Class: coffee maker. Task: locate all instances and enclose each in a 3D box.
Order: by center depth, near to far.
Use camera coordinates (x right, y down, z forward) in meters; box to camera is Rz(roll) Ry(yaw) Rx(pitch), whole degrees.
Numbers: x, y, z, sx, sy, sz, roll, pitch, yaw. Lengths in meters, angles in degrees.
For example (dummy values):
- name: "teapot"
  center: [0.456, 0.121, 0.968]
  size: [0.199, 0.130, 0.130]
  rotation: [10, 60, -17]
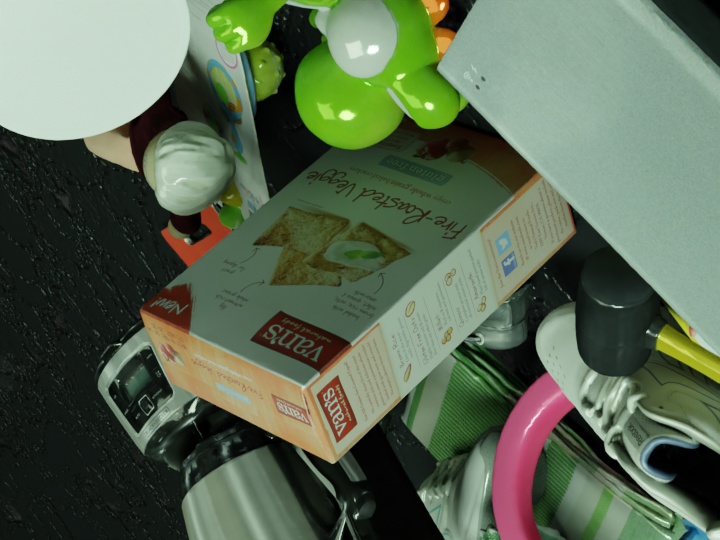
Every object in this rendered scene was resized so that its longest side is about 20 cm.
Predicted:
- name: "coffee maker"
  center: [-0.041, 0.118, 1.128]
  size: [0.192, 0.134, 0.201]
  rotation: [25, -145, -62]

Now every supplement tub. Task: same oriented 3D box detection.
- name: "supplement tub"
  center: [-0.174, -0.178, 1.052]
  size: [0.145, 0.143, 0.201]
  rotation: [78, 169, -45]

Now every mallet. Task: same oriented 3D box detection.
- name: "mallet"
  center: [0.184, 0.050, 0.908]
  size: [0.199, 0.041, 0.066]
  rotation: [27, 150, 31]

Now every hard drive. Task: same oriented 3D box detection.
- name: "hard drive"
  center: [0.131, -0.059, 0.848]
  size: [0.200, 0.033, 0.140]
  rotation: [46, 151, 7]

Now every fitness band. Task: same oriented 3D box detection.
- name: "fitness band"
  center: [0.154, 0.124, 1.053]
  size: [0.199, 0.145, 0.037]
  rotation: [19, -174, 43]

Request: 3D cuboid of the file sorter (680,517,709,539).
- name: "file sorter"
  center: [0.245, 0.235, 1.064]
  size: [0.199, 0.123, 0.139]
  rotation: [6, 132, 53]

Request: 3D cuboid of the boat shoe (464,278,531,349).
- name: "boat shoe"
  center: [0.028, 0.008, 1.145]
  size: [0.198, 0.074, 0.067]
  rotation: [6, 125, 46]

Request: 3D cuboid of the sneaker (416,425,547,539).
- name: "sneaker"
  center: [0.067, 0.150, 1.232]
  size: [0.080, 0.070, 0.201]
  rotation: [39, 154, 21]

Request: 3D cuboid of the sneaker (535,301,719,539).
- name: "sneaker"
  center: [0.153, 0.072, 0.983]
  size: [0.200, 0.087, 0.075]
  rotation: [38, 113, 43]

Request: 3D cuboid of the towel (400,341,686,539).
- name: "towel"
  center: [0.110, 0.127, 1.237]
  size: [0.200, 0.023, 0.153]
  rotation: [39, 153, 15]

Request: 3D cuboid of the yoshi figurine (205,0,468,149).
- name: "yoshi figurine"
  center: [-0.033, -0.139, 1.017]
  size: [0.200, 0.112, 0.112]
  rotation: [47, 165, -2]

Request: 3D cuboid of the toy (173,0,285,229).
- name: "toy"
  center: [-0.076, -0.117, 1.154]
  size: [0.115, 0.047, 0.201]
  rotation: [40, 145, 46]

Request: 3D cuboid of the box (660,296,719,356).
- name: "box"
  center: [0.166, -0.033, 0.914]
  size: [0.201, 0.048, 0.117]
  rotation: [54, 153, -5]

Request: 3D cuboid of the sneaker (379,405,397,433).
- name: "sneaker"
  center: [-0.023, 0.045, 1.265]
  size: [0.098, 0.071, 0.201]
  rotation: [-1, 130, 6]

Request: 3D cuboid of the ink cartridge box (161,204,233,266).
- name: "ink cartridge box"
  center: [-0.078, 0.052, 1.388]
  size: [0.200, 0.050, 0.109]
  rotation: [51, 153, -7]

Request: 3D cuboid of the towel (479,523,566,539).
- name: "towel"
  center: [0.137, 0.243, 1.157]
  size: [0.201, 0.031, 0.149]
  rotation: [67, -167, 18]

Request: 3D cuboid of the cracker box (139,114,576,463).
- name: "cracker box"
  center: [0.000, 0.000, 1.035]
  size: [0.133, 0.200, 0.058]
  rotation: [21, 143, 42]

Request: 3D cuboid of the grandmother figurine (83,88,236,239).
- name: "grandmother figurine"
  center: [-0.121, -0.074, 1.162]
  size: [0.122, 0.060, 0.200]
  rotation: [66, 169, -20]
